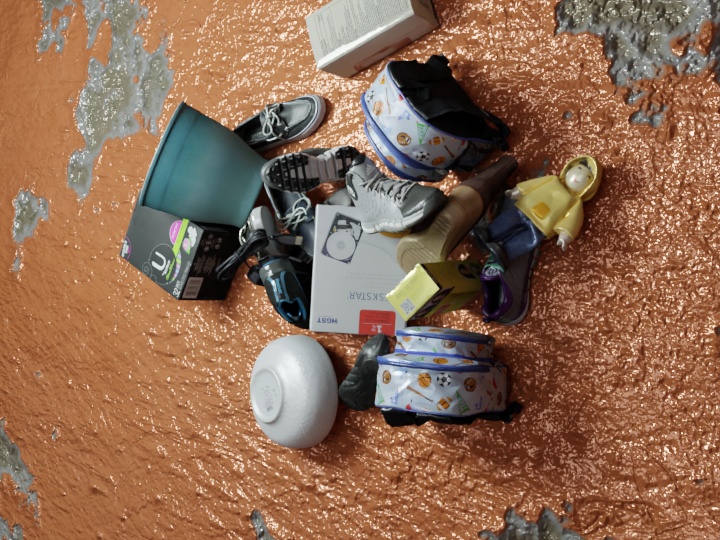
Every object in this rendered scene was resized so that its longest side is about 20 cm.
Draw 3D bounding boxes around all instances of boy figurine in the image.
[{"bbox_3d":[0.261,-0.083,1.124,0.200,0.064,0.125,-36,60,5],"label":"boy figurine"}]

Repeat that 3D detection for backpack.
[{"bbox_3d":[0.090,-0.227,1.202,0.154,0.190,0.200,-48,64,25],"label":"backpack"},{"bbox_3d":[0.114,0.157,1.167,0.199,0.190,0.155,-4,90,27],"label":"backpack"}]

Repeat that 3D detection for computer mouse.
[{"bbox_3d":[-0.129,-0.020,1.334,0.140,0.200,0.046,-42,49,34],"label":"computer mouse"}]

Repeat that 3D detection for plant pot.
[{"bbox_3d":[-0.270,-0.172,1.443,0.187,0.200,0.201,23,106,-10],"label":"plant pot"}]

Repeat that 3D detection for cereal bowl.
[{"bbox_3d":[-0.131,0.211,1.392,0.200,0.083,0.201,-3,86,49],"label":"cereal bowl"}]

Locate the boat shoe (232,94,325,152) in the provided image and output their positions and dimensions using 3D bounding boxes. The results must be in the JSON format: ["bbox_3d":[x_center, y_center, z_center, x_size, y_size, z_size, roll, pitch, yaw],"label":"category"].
[{"bbox_3d":[-0.155,-0.271,1.463,0.199,0.068,0.074,-12,81,35],"label":"boat shoe"}]

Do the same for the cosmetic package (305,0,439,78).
[{"bbox_3d":[0.018,-0.412,1.334,0.200,0.087,0.104,-19,78,32],"label":"cosmetic package"}]

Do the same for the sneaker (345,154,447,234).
[{"bbox_3d":[0.034,-0.117,1.149,0.116,0.075,0.200,57,153,-13],"label":"sneaker"}]

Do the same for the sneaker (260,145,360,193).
[{"bbox_3d":[-0.097,-0.169,1.351,0.090,0.200,0.067,4,107,47],"label":"sneaker"}]

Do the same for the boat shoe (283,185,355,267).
[{"bbox_3d":[-0.070,-0.065,1.400,0.067,0.057,0.200,47,114,27],"label":"boat shoe"}]

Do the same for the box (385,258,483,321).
[{"bbox_3d":[0.120,0.026,1.170,0.075,0.200,0.050,-46,71,23],"label":"box"}]

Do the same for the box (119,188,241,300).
[{"bbox_3d":[-0.344,-0.049,1.555,0.200,0.124,0.149,32,106,33],"label":"box"}]

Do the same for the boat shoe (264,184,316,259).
[{"bbox_3d":[-0.108,-0.099,1.368,0.075,0.062,0.200,-37,63,22],"label":"boat shoe"}]

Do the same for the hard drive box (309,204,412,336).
[{"bbox_3d":[0.000,0.000,1.289,0.155,0.077,0.201,2,90,-4],"label":"hard drive box"}]

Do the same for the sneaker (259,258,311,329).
[{"bbox_3d":[-0.114,0.062,1.344,0.073,0.200,0.082,-23,58,6],"label":"sneaker"}]

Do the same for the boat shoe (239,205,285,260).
[{"bbox_3d":[-0.174,-0.053,1.388,0.063,0.200,0.071,-10,73,1],"label":"boat shoe"}]

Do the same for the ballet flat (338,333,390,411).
[{"bbox_3d":[0.012,0.173,1.302,0.066,0.057,0.200,27,142,0],"label":"ballet flat"}]

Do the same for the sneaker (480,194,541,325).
[{"bbox_3d":[0.215,-0.019,1.175,0.074,0.087,0.201,2,89,35],"label":"sneaker"}]

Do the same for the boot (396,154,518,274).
[{"bbox_3d":[0.146,-0.077,1.203,0.072,0.166,0.200,47,148,5],"label":"boot"}]
